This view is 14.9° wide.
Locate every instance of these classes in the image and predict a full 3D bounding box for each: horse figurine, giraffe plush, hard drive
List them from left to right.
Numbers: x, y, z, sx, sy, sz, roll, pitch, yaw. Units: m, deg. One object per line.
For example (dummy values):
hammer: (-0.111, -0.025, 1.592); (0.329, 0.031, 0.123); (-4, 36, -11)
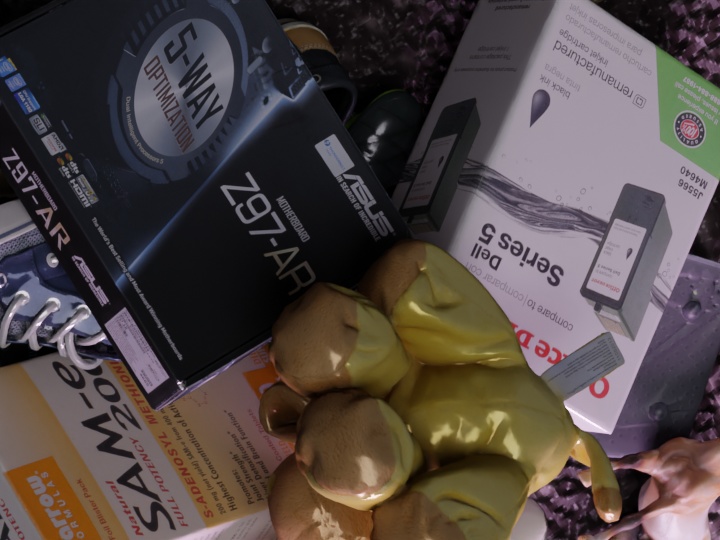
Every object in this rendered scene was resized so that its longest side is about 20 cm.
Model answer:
giraffe plush: (0.015, 0.090, 1.377); (0.199, 0.173, 0.162); (-5, 159, -42)
hard drive: (0.110, 0.035, 1.584); (0.199, 0.042, 0.135); (9, 109, -21)
horse figurine: (0.171, 0.150, 1.620); (0.132, 0.050, 0.200); (-20, 146, -27)

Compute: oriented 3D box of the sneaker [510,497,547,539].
sneaker: (0.015, 0.151, 1.581); (0.199, 0.070, 0.094); (-16, 117, -15)

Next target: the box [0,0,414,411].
box: (-0.088, -0.054, 1.383); (0.160, 0.044, 0.200); (-30, 87, -30)

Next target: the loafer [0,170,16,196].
loafer: (-0.209, -0.070, 1.421); (0.199, 0.067, 0.076); (1, 111, -17)

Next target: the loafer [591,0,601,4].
loafer: (0.074, -0.199, 1.460); (0.200, 0.076, 0.068); (30, 94, -25)

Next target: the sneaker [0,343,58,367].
sneaker: (-0.217, 0.006, 1.451); (0.082, 0.073, 0.200); (-43, 134, 1)

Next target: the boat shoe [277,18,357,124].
boat shoe: (-0.073, -0.041, 1.478); (0.200, 0.062, 0.075); (-53, 144, 7)

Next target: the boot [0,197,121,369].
boot: (-0.157, 0.014, 1.383); (0.200, 0.073, 0.090); (-29, 75, -27)

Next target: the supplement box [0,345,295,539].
supplement box: (-0.118, 0.103, 1.446); (0.200, 0.126, 0.074); (-16, 153, -41)

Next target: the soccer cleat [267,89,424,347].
soccer cleat: (0.000, 0.000, 1.509); (0.067, 0.081, 0.201); (1, 117, -52)

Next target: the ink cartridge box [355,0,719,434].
ink cartridge box: (0.100, -0.031, 1.481); (0.145, 0.084, 0.201); (30, 78, -29)
